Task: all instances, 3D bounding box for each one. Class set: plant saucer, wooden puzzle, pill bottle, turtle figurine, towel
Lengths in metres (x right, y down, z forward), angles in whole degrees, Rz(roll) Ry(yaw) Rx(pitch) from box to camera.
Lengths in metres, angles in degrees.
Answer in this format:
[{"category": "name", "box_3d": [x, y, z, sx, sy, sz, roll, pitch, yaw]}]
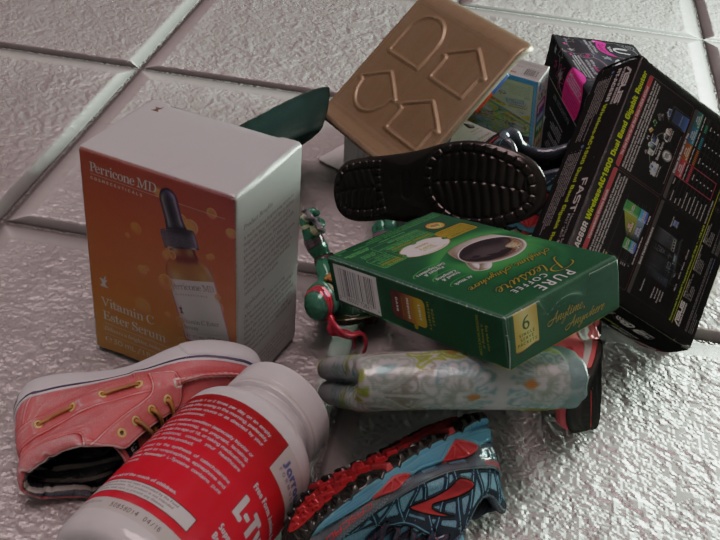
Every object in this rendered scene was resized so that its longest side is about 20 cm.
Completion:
[{"category": "plant saucer", "box_3d": [-0.111, -0.132, 1.099, 0.198, 0.036, 0.200, -29, 3, 2]}, {"category": "wooden puzzle", "box_3d": [0.070, -0.199, 1.119, 0.200, 0.046, 0.185, -45, 46, -2]}, {"category": "pill bottle", "box_3d": [-0.105, 0.154, 0.707, 0.111, 0.114, 0.200, 20, 38, 20]}, {"category": "turtle figurine", "box_3d": [0.000, 0.000, 0.952, 0.149, 0.102, 0.199, 32, 29, 23]}, {"category": "towel", "box_3d": [0.061, 0.086, 0.794, 0.168, 0.049, 0.200, -2, -5, -12]}]

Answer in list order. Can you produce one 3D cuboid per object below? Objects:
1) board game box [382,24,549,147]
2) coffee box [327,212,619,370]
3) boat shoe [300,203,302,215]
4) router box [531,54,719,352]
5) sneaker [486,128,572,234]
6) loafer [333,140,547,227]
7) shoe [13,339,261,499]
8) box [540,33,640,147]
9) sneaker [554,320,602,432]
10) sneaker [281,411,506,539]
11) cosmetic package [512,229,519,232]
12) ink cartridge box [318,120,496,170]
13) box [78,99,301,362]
[{"category": "board game box", "box_3d": [0.121, -0.202, 1.219, 0.198, 0.136, 0.034, 21, 50, 22]}, {"category": "coffee box", "box_3d": [0.080, 0.009, 0.772, 0.122, 0.045, 0.199, -24, 26, -34]}, {"category": "boat shoe", "box_3d": [-0.124, -0.051, 1.035, 0.075, 0.062, 0.200, 43, 28, 7]}, {"category": "router box", "box_3d": [0.238, -0.053, 0.866, 0.149, 0.202, 0.062, 30, -14, -21]}, {"category": "sneaker", "box_3d": [0.200, -0.071, 0.930, 0.197, 0.097, 0.080, 15, 32, -1]}, {"category": "loafer", "box_3d": [0.074, -0.077, 0.910, 0.197, 0.074, 0.071, 5, 6, 28]}, {"category": "shoe", "box_3d": [-0.167, 0.118, 0.793, 0.197, 0.072, 0.091, -10, 38, -11]}, {"category": "box", "box_3d": [0.282, -0.171, 1.198, 0.113, 0.134, 0.201, 5, 34, -9]}, {"category": "sneaker", "box_3d": [0.169, 0.076, 0.904, 0.085, 0.075, 0.201, 1, 27, 12]}, {"category": "sneaker", "box_3d": [0.037, 0.170, 0.715, 0.198, 0.079, 0.097, -18, 84, -39]}, {"category": "cosmetic package", "box_3d": [0.248, -0.014, 1.023, 0.198, 0.074, 0.103, 24, 40, 26]}, {"category": "ink cartridge box", "box_3d": [0.059, -0.138, 1.181, 0.198, 0.068, 0.115, 28, 42, 29]}, {"category": "box", "box_3d": [-0.141, -0.018, 0.870, 0.150, 0.203, 0.106, 18, 37, 20]}]
